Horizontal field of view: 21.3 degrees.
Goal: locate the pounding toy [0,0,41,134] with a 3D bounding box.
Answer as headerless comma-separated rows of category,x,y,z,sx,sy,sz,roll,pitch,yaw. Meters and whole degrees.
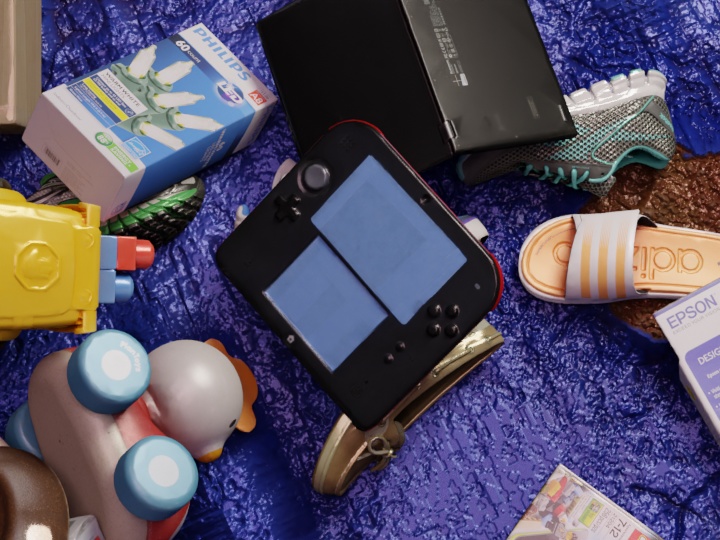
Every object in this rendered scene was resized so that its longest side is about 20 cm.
pounding toy,-0.379,-0.212,1.654,0.198,0.142,0.186,0,89,4

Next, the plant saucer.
plant saucer,-0.315,0.214,1.451,0.199,0.037,0.202,-15,52,19

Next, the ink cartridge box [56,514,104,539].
ink cartridge box,-0.247,0.300,1.500,0.161,0.050,0.201,-15,110,19

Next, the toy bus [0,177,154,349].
toy bus,-0.270,-0.005,1.519,0.191,0.200,0.137,1,90,-28

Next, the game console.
game console,0.000,0.000,1.531,0.177,0.031,0.200,-44,75,9

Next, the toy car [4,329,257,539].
toy car,-0.154,0.129,1.551,0.199,0.184,0.178,-18,76,-35

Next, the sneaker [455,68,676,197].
sneaker,0.181,-0.102,1.633,0.199,0.078,0.092,-20,79,-3

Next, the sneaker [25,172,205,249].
sneaker,-0.230,-0.053,1.623,0.198,0.078,0.086,-13,74,-2

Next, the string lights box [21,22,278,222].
string lights box,-0.173,-0.126,1.597,0.103,0.059,0.200,44,43,12

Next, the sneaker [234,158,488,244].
sneaker,-0.009,-0.043,1.614,0.199,0.081,0.147,-26,80,0

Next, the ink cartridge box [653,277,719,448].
ink cartridge box,0.374,0.082,1.595,0.197,0.047,0.201,-27,74,-5

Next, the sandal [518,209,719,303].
sandal,0.237,-0.016,1.613,0.205,0.059,0.080,1,75,1

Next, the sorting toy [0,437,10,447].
sorting toy,-0.367,0.189,1.560,0.185,0.036,0.200,43,101,11

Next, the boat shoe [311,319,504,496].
boat shoe,0.037,0.112,1.579,0.063,0.073,0.201,36,71,15

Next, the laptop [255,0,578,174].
laptop,0.046,-0.162,1.606,0.199,0.116,0.189,-10,73,-31

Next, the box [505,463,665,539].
box,0.148,0.271,1.551,0.110,0.035,0.201,34,78,9
